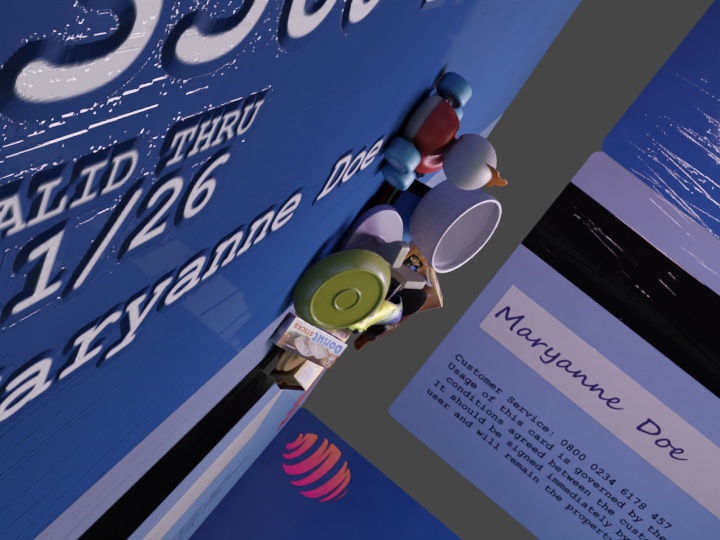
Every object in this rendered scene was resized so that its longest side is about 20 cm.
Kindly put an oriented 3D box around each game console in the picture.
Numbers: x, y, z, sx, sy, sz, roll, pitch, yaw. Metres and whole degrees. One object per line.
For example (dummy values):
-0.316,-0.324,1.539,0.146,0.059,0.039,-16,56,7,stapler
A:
0.075,-0.094,1.566,0.201,0.118,0.173,-55,-179,22,game console

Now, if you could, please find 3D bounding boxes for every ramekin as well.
0.197,-0.104,1.580,0.199,0.105,0.201,-31,150,-20,ramekin

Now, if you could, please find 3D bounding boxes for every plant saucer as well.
-0.029,0.047,1.393,0.197,0.031,0.202,-15,136,-14,plant saucer

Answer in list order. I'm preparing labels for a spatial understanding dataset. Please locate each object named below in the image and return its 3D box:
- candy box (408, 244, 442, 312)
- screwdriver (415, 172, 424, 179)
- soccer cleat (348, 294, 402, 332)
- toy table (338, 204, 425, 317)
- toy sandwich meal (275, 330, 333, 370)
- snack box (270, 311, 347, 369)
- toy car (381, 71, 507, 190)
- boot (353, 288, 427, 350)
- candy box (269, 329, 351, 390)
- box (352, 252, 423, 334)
0.134,0.006,1.900,0.114,0.203,0.055,-13,-164,13,candy box
0.138,-0.226,1.803,0.028,0.029,0.200,-51,178,-14,screwdriver
0.020,0.091,1.666,0.198,0.064,0.085,-4,107,-45,soccer cleat
0.034,-0.015,1.474,0.181,0.118,0.202,-6,133,-22,toy table
-0.131,0.146,1.675,0.205,0.070,0.205,-41,168,-11,toy sandwich meal
-0.107,0.153,1.572,0.072,0.024,0.199,-53,141,1,snack box
0.167,-0.199,1.285,0.185,0.199,0.177,-51,174,-10,toy car
0.074,0.127,1.849,0.188,0.068,0.200,-44,174,-18,boot
-0.123,0.207,1.824,0.115,0.056,0.200,-7,-145,51,candy box
0.059,0.055,1.812,0.200,0.049,0.159,-50,171,27,box
